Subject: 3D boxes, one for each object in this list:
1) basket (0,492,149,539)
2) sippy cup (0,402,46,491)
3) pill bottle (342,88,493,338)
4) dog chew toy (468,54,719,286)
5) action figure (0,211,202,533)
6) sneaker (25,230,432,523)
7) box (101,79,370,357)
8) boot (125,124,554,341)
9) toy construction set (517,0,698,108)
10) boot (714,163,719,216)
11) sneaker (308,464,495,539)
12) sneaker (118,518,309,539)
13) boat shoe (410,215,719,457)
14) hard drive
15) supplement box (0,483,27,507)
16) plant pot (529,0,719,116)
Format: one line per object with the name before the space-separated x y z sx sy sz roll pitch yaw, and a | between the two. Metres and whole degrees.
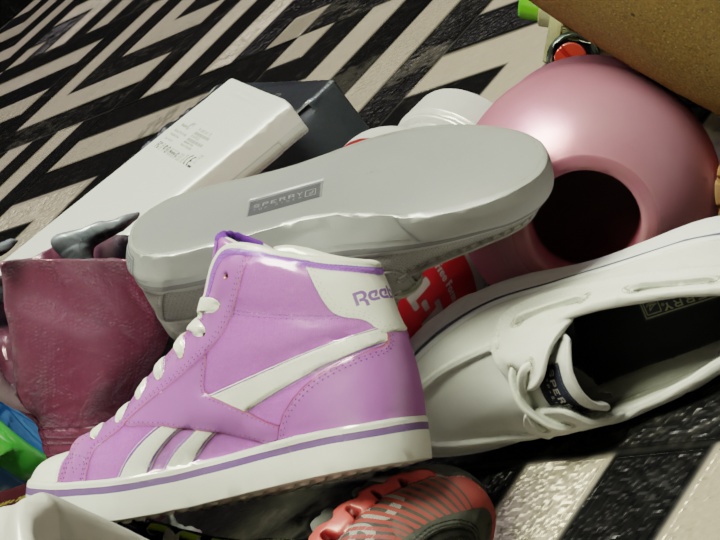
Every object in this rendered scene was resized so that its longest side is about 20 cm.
basket | -0.090 0.195 0.612 0.123 0.136 0.200 -36 43 23
sippy cup | -0.253 0.120 1.196 0.130 0.178 0.140 -45 61 6
pill bottle | 0.008 -0.003 1.033 0.112 0.112 0.200 -9 33 54
dog chew toy | 0.112 -0.050 0.963 0.124 0.125 0.200 -31 12 17
action figure | -0.131 0.079 0.966 0.149 0.200 0.134 -17 7 -36
sneaker | -0.065 0.046 0.848 0.200 0.114 0.073 -16 -7 26
box | -0.092 -0.014 1.228 0.197 0.117 0.200 -43 19 -15
boot | 0.000 0.000 0.890 0.200 0.096 0.074 -10 35 19
toy construction set | 0.163 -0.157 1.065 0.200 0.131 0.092 12 5 26
boot | 0.250 -0.078 0.877 0.200 0.075 0.107 -35 0 19
sneaker | -0.002 0.148 0.762 0.098 0.071 0.200 12 38 44
sneaker | -0.091 0.148 0.893 0.200 0.083 0.072 -22 24 37
boat shoe | 0.091 0.036 0.854 0.200 0.074 0.065 -29 16 24
hard drive | -0.129 -0.033 1.125 0.200 0.026 0.132 -40 20 -7
supplement box | -0.201 0.192 1.018 0.109 0.061 0.200 -20 25 40
plant pot | 0.137 -0.169 0.876 0.186 0.200 0.186 -41 -5 -4
